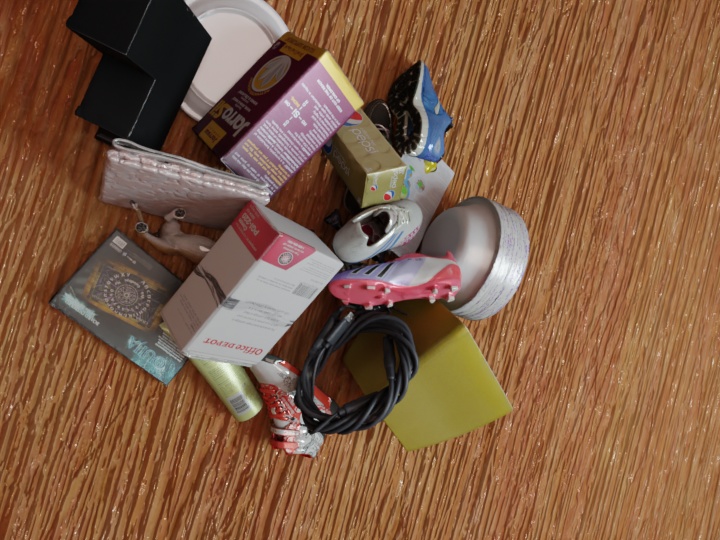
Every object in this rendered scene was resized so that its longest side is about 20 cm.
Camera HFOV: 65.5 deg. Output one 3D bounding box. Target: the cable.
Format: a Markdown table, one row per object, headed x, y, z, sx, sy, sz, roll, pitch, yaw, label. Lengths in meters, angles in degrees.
| x | y | z | sx | sy | sz | roll | pitch | yaw | label |
| --- | --- | --- | --- | --- | --- | --- | --- | --- | --- |
| -0.010 | 0.150 | 0.800 | 0.200 | 0.163 | 0.051 | -58 | 152 | -17 | cable |

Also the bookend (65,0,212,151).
| x | y | z | sx | sy | sz | roll | pitch | yaw | label |
| --- | --- | --- | --- | --- | --- | --- | --- | --- | --- |
| -0.290 | -0.251 | 0.684 | 0.092 | 0.199 | 0.201 | 26 | 93 | 1 | bookend |

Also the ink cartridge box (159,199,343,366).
| x | y | z | sx | sy | sz | roll | pitch | yaw | label |
| --- | --- | --- | --- | --- | --- | --- | --- | --- | --- |
| -0.143 | 0.025 | 0.747 | 0.200 | 0.085 | 0.146 | -50 | 147 | 9 | ink cartridge box |

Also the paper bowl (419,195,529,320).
| x | y | z | sx | sy | sz | roll | pitch | yaw | label |
| --- | --- | --- | --- | --- | --- | --- | --- | --- | --- |
| 0.172 | -0.025 | 0.927 | 0.104 | 0.201 | 0.202 | 18 | 86 | -24 | paper bowl |

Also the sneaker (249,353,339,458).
| x | y | z | sx | sy | sz | roll | pitch | yaw | label |
| --- | --- | --- | --- | --- | --- | --- | --- | --- | --- |
| -0.116 | 0.213 | 0.857 | 0.201 | 0.067 | 0.108 | 48 | 56 | -37 | sneaker |

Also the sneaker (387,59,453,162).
| x | y | z | sx | sy | sz | roll | pitch | yaw | label |
| --- | --- | --- | --- | --- | --- | --- | --- | --- | --- |
| 0.102 | -0.259 | 0.930 | 0.089 | 0.078 | 0.201 | 21 | 56 | -37 | sneaker |

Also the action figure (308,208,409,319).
| x | y | z | sx | sy | sz | roll | pitch | yaw | label |
| --- | --- | --- | --- | --- | --- | --- | --- | --- | --- |
| 0.000 | 0.000 | 0.895 | 0.119 | 0.102 | 0.200 | -39 | 92 | 9 | action figure |

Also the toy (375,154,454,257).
| x | y | z | sx | sy | sz | roll | pitch | yaw | label |
| --- | --- | --- | --- | --- | --- | --- | --- | --- | --- |
| 0.078 | -0.124 | 0.960 | 0.115 | 0.047 | 0.200 | 40 | 70 | -30 | toy |

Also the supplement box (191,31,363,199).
| x | y | z | sx | sy | sz | roll | pitch | yaw | label |
| --- | --- | --- | --- | --- | --- | --- | --- | --- | --- |
| -0.118 | -0.217 | 0.787 | 0.200 | 0.131 | 0.103 | -47 | 136 | -1 | supplement box |

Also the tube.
| x | y | z | sx | sy | sz | roll | pitch | yaw | label |
| --- | --- | --- | --- | --- | --- | --- | --- | --- | --- |
| -0.212 | 0.135 | 0.834 | 0.052 | 0.058 | 0.201 | -19 | 116 | 16 | tube |

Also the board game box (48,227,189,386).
| x | y | z | sx | sy | sz | roll | pitch | yaw | label |
| --- | --- | --- | --- | --- | --- | --- | --- | --- | --- |
| -0.316 | 0.055 | 0.808 | 0.200 | 0.028 | 0.135 | 44 | 77 | -21 | board game box |

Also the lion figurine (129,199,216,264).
| x | y | z | sx | sy | sz | roll | pitch | yaw | label |
| --- | --- | --- | --- | --- | --- | --- | --- | --- | --- |
| -0.238 | -0.030 | 0.809 | 0.200 | 0.122 | 0.073 | 32 | 69 | -7 | lion figurine |

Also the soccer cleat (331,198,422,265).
| x | y | z | sx | sy | sz | roll | pitch | yaw | label |
| --- | --- | --- | --- | --- | --- | --- | --- | --- | --- |
| 0.044 | -0.068 | 0.833 | 0.200 | 0.086 | 0.070 | -32 | 83 | -42 | soccer cleat |

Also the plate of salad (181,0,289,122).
| x | y | z | sx | sy | sz | roll | pitch | yaw | label |
| --- | --- | --- | --- | --- | --- | --- | --- | --- | --- |
| -0.193 | -0.308 | 0.829 | 0.199 | 0.048 | 0.201 | -4 | 105 | -17 | plate of salad |

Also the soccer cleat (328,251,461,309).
| x | y | z | sx | sy | sz | roll | pitch | yaw | label |
| --- | --- | --- | --- | --- | --- | --- | --- | --- | --- |
| 0.051 | 0.009 | 0.827 | 0.199 | 0.067 | 0.077 | -2 | 55 | -6 | soccer cleat |

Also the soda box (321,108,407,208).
| x | y | z | sx | sy | sz | roll | pitch | yaw | label |
| --- | --- | --- | --- | --- | --- | --- | --- | --- | --- |
| -0.009 | -0.185 | 0.843 | 0.067 | 0.200 | 0.064 | -16 | 142 | -22 | soda box |

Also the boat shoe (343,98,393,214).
| x | y | z | sx | sy | sz | roll | pitch | yaw | label |
| --- | --- | --- | --- | --- | --- | --- | --- | --- | --- |
| 0.023 | -0.189 | 0.928 | 0.067 | 0.057 | 0.201 | 14 | 88 | -24 | boat shoe |

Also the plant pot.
| x | y | z | sx | sy | sz | roll | pitch | yaw | label |
| --- | --- | --- | --- | --- | --- | --- | --- | --- | --- |
| 0.091 | 0.165 | 0.906 | 0.176 | 0.200 | 0.200 | -36 | 119 | -4 | plant pot |

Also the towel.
| x | y | z | sx | sy | sz | roll | pitch | yaw | label |
| --- | --- | --- | --- | --- | --- | --- | --- | --- | --- |
| -0.238 | -0.104 | 0.746 | 0.199 | 0.191 | 0.032 | 14 | 74 | -24 | towel |
